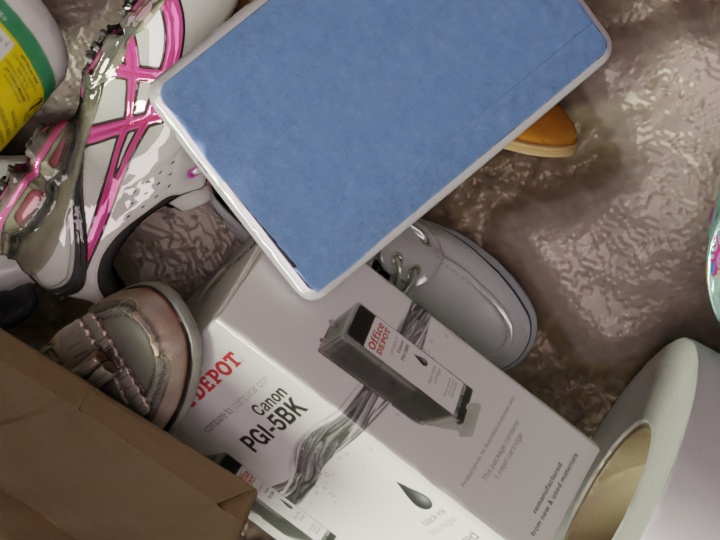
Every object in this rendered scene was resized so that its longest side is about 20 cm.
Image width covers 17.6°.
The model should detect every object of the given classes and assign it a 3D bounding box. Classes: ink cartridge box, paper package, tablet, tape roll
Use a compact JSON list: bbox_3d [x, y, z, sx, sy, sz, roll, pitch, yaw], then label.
[{"bbox_3d":[-0.005,0.081,1.170,0.200,0.083,0.147,38,146,-7],"label":"ink cartridge box"},{"bbox_3d":[-0.180,0.133,1.127,0.190,0.104,0.200,33,143,-17],"label":"paper package"},{"bbox_3d":[0.012,-0.095,1.108,0.200,0.014,0.130,-40,99,-12],"label":"tablet"},{"bbox_3d":[0.146,0.137,1.155,0.071,0.203,0.203,28,104,-6],"label":"tape roll"}]

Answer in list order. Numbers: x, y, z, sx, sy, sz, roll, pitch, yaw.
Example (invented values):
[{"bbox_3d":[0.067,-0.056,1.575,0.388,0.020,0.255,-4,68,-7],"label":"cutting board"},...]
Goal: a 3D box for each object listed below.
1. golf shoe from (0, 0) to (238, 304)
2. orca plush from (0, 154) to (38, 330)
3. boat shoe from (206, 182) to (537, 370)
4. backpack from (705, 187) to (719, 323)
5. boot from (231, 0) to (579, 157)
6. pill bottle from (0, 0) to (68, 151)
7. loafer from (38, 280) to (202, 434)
[{"bbox_3d":[-0.103,-0.076,1.148,0.092,0.073,0.200,33,98,-8],"label":"golf shoe"},{"bbox_3d":[-0.220,0.005,1.197,0.200,0.071,0.105,-40,82,-17],"label":"orca plush"},{"bbox_3d":[0.000,0.000,1.193,0.199,0.067,0.074,28,105,-5],"label":"boat shoe"},{"bbox_3d":[0.271,-0.009,1.151,0.199,0.127,0.168,7,109,3],"label":"backpack"},{"bbox_3d":[0.041,-0.153,1.149,0.201,0.071,0.144,25,105,0],"label":"boot"},{"bbox_3d":[-0.242,-0.063,1.119,0.113,0.113,0.200,42,68,-9],"label":"pill bottle"},{"bbox_3d":[-0.141,0.068,1.149,0.063,0.200,0.072,-23,81,-34],"label":"loafer"}]
